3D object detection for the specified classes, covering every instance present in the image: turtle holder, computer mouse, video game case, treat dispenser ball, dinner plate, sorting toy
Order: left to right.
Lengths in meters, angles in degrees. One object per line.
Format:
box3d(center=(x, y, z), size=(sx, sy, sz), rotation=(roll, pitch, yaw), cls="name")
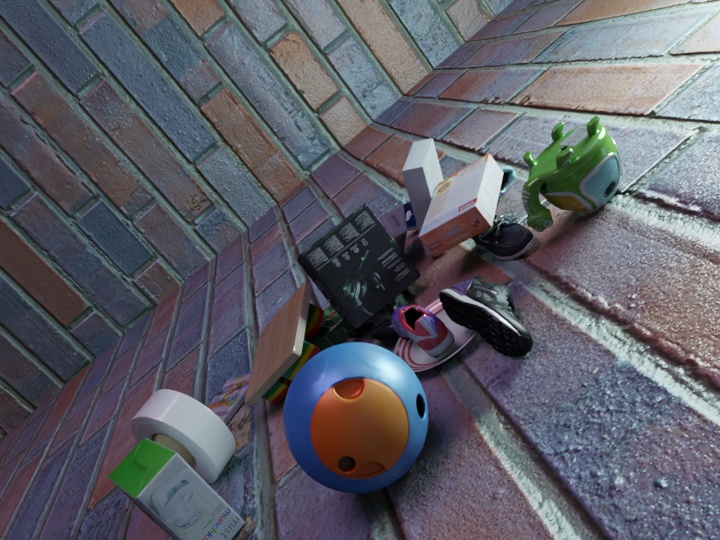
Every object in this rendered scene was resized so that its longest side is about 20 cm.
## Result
box3d(center=(-0.320, 0.317, 1.607), size=(0.143, 0.018, 0.200), rotation=(-20, 28, 49), cls="video game case")
box3d(center=(-0.147, 0.160, 1.434), size=(0.199, 0.069, 0.201), rotation=(-47, 24, 35), cls="sorting toy")
box3d(center=(-0.007, 0.201, 0.953), size=(0.200, 0.201, 0.201), rotation=(-36, 19, 14), cls="treat dispenser ball")
box3d(center=(0.031, 0.123, 1.343), size=(0.058, 0.034, 0.200), rotation=(-32, 6, -24), cls="computer mouse")
box3d(center=(0.141, 0.102, 1.172), size=(0.200, 0.024, 0.200), rotation=(-37, 18, 14), cls="dinner plate")
box3d(center=(0.358, -0.157, 1.164), size=(0.140, 0.132, 0.186), rotation=(-14, 32, 51), cls="turtle holder")

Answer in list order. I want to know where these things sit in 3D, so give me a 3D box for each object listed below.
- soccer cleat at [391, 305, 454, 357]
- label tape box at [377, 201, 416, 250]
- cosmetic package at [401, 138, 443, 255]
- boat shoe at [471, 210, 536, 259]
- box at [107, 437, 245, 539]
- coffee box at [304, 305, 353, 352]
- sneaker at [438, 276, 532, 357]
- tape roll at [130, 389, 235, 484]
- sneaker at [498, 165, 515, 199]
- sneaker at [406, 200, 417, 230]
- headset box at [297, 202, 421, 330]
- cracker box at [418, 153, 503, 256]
box3d(center=(0.090, 0.083, 1.164), size=(0.068, 0.073, 0.200), rotation=(-42, 19, -5), cls="soccer cleat")
box3d(center=(0.056, -0.066, 1.544), size=(0.199, 0.066, 0.143), rotation=(-27, -19, -10), cls="label tape box")
box3d(center=(0.146, -0.157, 1.475), size=(0.051, 0.201, 0.151), rotation=(-10, 28, 18), cls="cosmetic package")
box3d(center=(0.255, -0.073, 1.285), size=(0.075, 0.062, 0.200), rotation=(-41, 18, -2), cls="boat shoe")
box3d(center=(-0.317, 0.390, 1.176), size=(0.097, 0.177, 0.199), rotation=(-48, 19, -26), cls="box")
box3d(center=(-0.038, 0.100, 1.500), size=(0.200, 0.044, 0.123), rotation=(-43, 18, -5), cls="coffee box")
box3d(center=(0.206, 0.055, 1.049), size=(0.087, 0.076, 0.200), rotation=(-30, 31, -15), cls="sneaker")
box3d(center=(-0.344, 0.325, 1.346), size=(0.202, 0.203, 0.071), rotation=(-22, 25, 43), cls="tape roll")
box3d(center=(0.256, -0.161, 1.470), size=(0.200, 0.078, 0.086), rotation=(-49, 24, -25), cls="sneaker")
box3d(center=(0.171, -0.149, 1.614), size=(0.199, 0.071, 0.080), rotation=(-31, 20, 27), cls="sneaker")
box3d(center=(0.000, 0.000, 1.402), size=(0.174, 0.200, 0.093), rotation=(-39, -1, -10), cls="headset box")
box3d(center=(0.196, -0.128, 1.333), size=(0.133, 0.058, 0.201), rotation=(-28, 23, 35), cls="cracker box")
